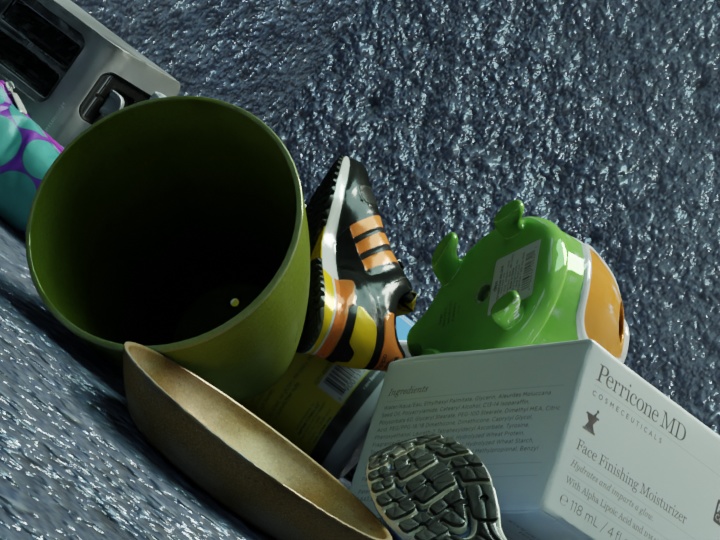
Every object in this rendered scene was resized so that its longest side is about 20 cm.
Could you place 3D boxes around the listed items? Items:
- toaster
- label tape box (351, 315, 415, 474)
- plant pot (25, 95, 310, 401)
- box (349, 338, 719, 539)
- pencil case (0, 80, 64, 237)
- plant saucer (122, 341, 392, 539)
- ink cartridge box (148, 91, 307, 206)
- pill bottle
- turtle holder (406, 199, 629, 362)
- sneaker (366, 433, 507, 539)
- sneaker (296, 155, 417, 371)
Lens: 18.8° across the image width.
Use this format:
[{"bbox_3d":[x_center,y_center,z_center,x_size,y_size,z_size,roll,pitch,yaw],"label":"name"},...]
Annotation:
[{"bbox_3d":[-0.291,-0.156,1.929,0.200,0.181,0.119,38,3,24],"label":"toaster"},{"bbox_3d":[-0.003,0.062,1.786,0.144,0.063,0.200,37,-42,38],"label":"label tape box"},{"bbox_3d":[-0.109,0.012,1.492,0.187,0.187,0.200,37,-14,26],"label":"plant pot"},{"bbox_3d":[0.134,0.154,1.535,0.199,0.131,0.200,35,-28,-34],"label":"box"},{"bbox_3d":[-0.266,-0.078,1.794,0.200,0.092,0.085,38,6,22],"label":"pencil case"},{"bbox_3d":[-0.071,0.116,1.308,0.200,0.035,0.200,36,2,-1],"label":"plant saucer"},{"bbox_3d":[-0.142,-0.032,1.865,0.200,0.160,0.047,36,3,-14],"label":"ink cartridge box"},{"bbox_3d":[-0.065,0.060,1.673,0.200,0.114,0.114,37,2,9],"label":"pill bottle"},{"bbox_3d":[0.116,0.051,1.630,0.132,0.186,0.141,30,24,-26],"label":"turtle holder"},{"bbox_3d":[0.062,0.188,1.360,0.200,0.078,0.089,56,-24,37],"label":"sneaker"},{"bbox_3d":[0.000,0.000,1.641,0.090,0.070,0.200,23,41,-16],"label":"sneaker"}]
